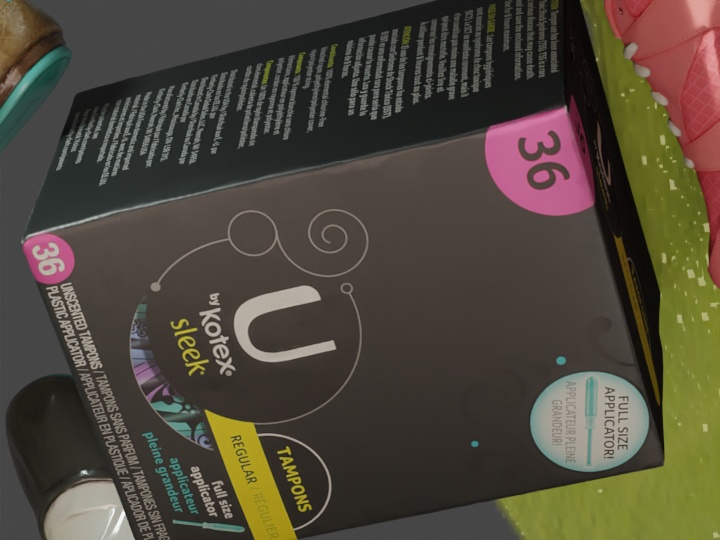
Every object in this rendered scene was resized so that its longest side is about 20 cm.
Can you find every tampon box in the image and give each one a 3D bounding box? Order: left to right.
[{"bbox_3d":[0.000,0.000,1.066,0.199,0.126,0.150,-13,117,11],"label":"tampon box"}]

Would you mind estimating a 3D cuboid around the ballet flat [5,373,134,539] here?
[{"bbox_3d":[-0.079,0.132,1.177,0.068,0.068,0.200,-27,112,18],"label":"ballet flat"}]

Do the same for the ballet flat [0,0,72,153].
[{"bbox_3d":[-0.185,-0.032,1.107,0.072,0.068,0.200,38,116,7],"label":"ballet flat"}]

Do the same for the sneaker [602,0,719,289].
[{"bbox_3d":[0.128,-0.086,1.053,0.087,0.074,0.201,7,116,16],"label":"sneaker"}]
